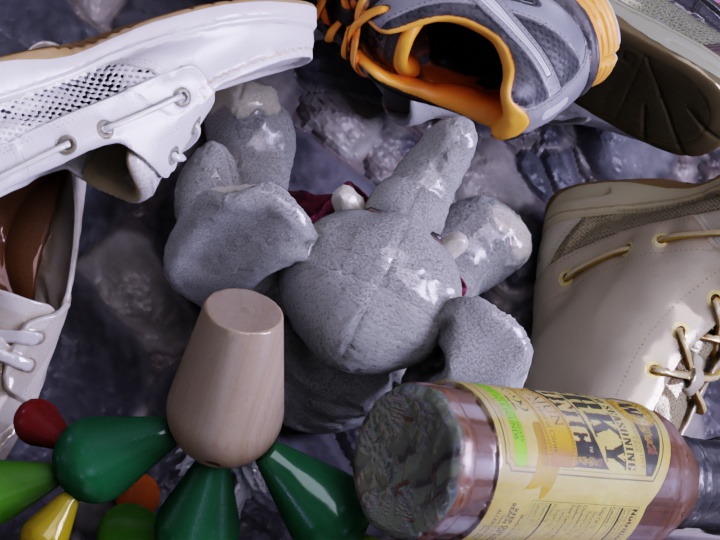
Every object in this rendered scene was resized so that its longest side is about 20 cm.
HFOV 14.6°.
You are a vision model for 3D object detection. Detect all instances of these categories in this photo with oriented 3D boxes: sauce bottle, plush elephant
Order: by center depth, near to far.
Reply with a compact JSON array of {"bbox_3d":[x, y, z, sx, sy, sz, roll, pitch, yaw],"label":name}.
[{"bbox_3d":[0.086,0.080,1.118,0.199,0.065,0.065,7,67,-45],"label":"sauce bottle"},{"bbox_3d":[0.000,0.000,1.180,0.164,0.155,0.201,32,60,-12],"label":"plush elephant"}]

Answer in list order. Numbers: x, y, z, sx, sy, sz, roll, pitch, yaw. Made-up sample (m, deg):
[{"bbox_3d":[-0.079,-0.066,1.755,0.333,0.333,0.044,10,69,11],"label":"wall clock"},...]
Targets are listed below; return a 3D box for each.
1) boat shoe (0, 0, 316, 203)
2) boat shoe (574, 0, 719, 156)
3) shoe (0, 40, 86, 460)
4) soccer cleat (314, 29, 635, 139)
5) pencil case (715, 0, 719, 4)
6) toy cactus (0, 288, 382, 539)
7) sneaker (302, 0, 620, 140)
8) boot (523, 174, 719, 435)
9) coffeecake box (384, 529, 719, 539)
[{"bbox_3d":[-0.100,-0.060,1.149,0.199,0.071,0.070,-19,86,-27],"label":"boat shoe"},{"bbox_3d":[0.088,-0.127,1.253,0.200,0.072,0.066,34,45,7],"label":"boat shoe"},{"bbox_3d":[-0.153,-0.005,1.167,0.070,0.053,0.201,18,64,-19],"label":"shoe"},{"bbox_3d":[0.055,-0.094,1.300,0.199,0.069,0.085,27,70,-11],"label":"soccer cleat"},{"bbox_3d":[0.098,-0.170,1.336,0.200,0.083,0.087,38,56,-9],"label":"pencil case"},{"bbox_3d":[-0.053,0.081,1.106,0.199,0.166,0.102,19,32,10],"label":"toy cactus"},{"bbox_3d":[0.010,-0.119,1.205,0.199,0.079,0.077,23,45,15],"label":"sneaker"},{"bbox_3d":[0.151,0.034,1.228,0.073,0.199,0.156,46,53,-43],"label":"boot"},{"bbox_3d":[0.109,0.151,1.145,0.153,0.200,0.073,-2,92,-26],"label":"coffeecake box"}]
